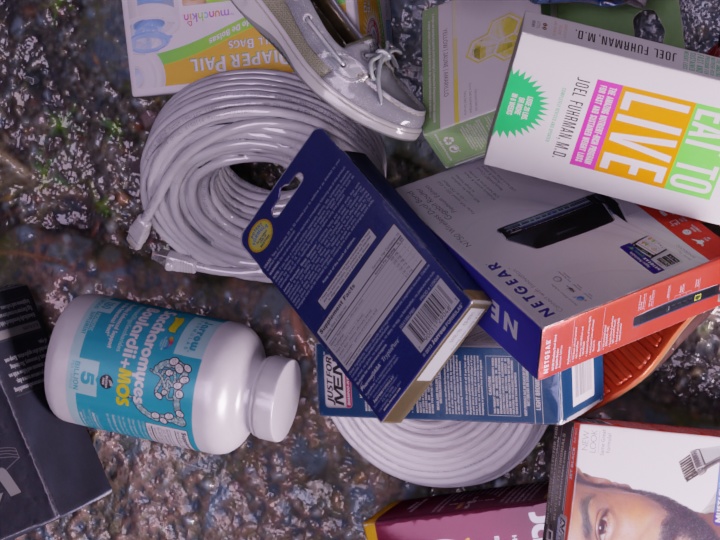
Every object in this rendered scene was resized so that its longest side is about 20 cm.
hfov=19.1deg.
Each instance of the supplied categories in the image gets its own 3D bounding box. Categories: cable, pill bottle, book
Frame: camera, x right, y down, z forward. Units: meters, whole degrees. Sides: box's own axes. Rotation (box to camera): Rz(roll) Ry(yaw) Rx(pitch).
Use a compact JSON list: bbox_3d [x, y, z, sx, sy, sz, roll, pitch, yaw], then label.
[{"bbox_3d":[0.063,0.080,1.731,0.200,0.069,0.200,-43,83,18],"label":"cable"},{"bbox_3d":[-0.154,0.089,1.779,0.199,0.111,0.112,10,100,16],"label":"pill bottle"},{"bbox_3d":[0.200,-0.111,1.550,0.199,0.048,0.134,13,139,0],"label":"book"},{"bbox_3d":[-0.075,-0.071,1.702,0.199,0.070,0.201,14,138,-6],"label":"cable"}]

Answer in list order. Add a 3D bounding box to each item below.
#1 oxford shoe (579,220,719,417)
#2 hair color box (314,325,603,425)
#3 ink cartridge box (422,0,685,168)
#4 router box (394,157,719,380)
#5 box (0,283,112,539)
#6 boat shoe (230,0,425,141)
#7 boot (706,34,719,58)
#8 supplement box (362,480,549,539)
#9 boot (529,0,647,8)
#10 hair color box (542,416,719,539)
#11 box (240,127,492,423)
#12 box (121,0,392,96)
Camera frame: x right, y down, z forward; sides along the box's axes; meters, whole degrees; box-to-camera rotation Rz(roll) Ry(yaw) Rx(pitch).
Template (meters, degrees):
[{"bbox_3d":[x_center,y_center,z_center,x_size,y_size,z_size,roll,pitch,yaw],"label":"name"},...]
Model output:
[{"bbox_3d":[0.225,0.047,1.663,0.200,0.072,0.071,-42,64,9],"label":"oxford shoe"},{"bbox_3d":[0.076,0.077,1.628,0.199,0.100,0.061,1,98,26],"label":"hair color box"},{"bbox_3d":[0.145,-0.170,1.641,0.199,0.146,0.048,-19,134,21],"label":"ink cartridge box"},{"bbox_3d":[0.148,-0.018,1.597,0.200,0.179,0.049,43,143,42],"label":"router box"},{"bbox_3d":[-0.350,0.143,1.826,0.196,0.117,0.201,-23,89,18],"label":"box"},{"bbox_3d":[-0.022,-0.179,1.619,0.202,0.074,0.065,47,112,14],"label":"boat shoe"},{"bbox_3d":[0.260,-0.125,1.605,0.072,0.144,0.200,39,108,8],"label":"boot"},{"bbox_3d":[0.114,0.235,1.725,0.199,0.086,0.111,-10,93,18],"label":"supplement box"},{"bbox_3d":[0.220,-0.243,1.622,0.198,0.074,0.096,-2,77,12],"label":"boot"},{"bbox_3d":[0.244,0.176,1.635,0.199,0.064,0.112,6,91,-13],"label":"hair color box"},{"bbox_3d":[0.000,0.000,1.586,0.200,0.032,0.121,50,117,29],"label":"box"},{"bbox_3d":[-0.081,-0.205,1.725,0.199,0.101,0.113,-5,95,18],"label":"box"}]
